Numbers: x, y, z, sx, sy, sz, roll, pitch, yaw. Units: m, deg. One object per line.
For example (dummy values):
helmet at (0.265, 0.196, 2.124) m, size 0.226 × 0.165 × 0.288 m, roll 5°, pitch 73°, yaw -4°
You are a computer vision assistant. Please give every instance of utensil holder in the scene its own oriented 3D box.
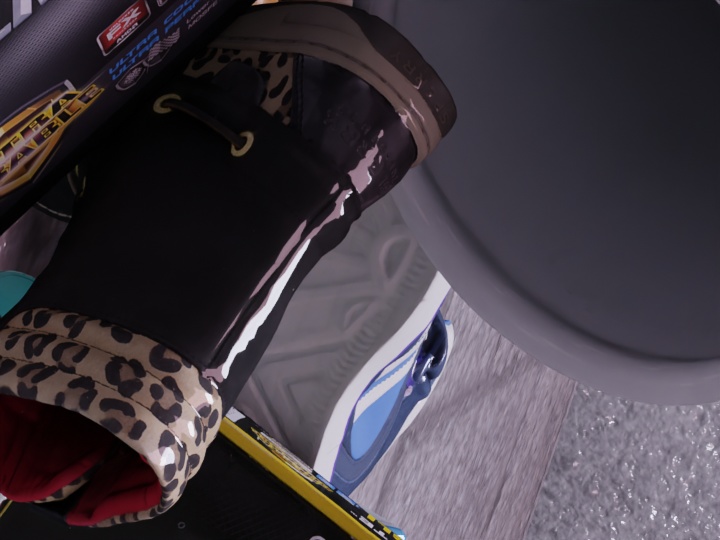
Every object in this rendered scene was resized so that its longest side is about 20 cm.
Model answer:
utensil holder at (0.121, -0.083, 0.813) m, size 0.200 × 0.169 × 0.171 m, roll -39°, pitch 151°, yaw -38°

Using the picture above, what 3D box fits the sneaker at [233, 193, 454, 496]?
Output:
sneaker at (0.000, 0.000, 0.969) m, size 0.201 × 0.080 × 0.146 m, roll -66°, pitch 171°, yaw 22°

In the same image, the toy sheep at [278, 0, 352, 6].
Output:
toy sheep at (-0.008, -0.068, 1.057) m, size 0.138 × 0.137 × 0.201 m, roll -32°, pitch 128°, yaw -72°

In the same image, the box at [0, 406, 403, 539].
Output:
box at (-0.072, 0.149, 0.893) m, size 0.200 × 0.159 × 0.049 m, roll -52°, pitch 178°, yaw 5°

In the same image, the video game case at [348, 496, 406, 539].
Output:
video game case at (-0.061, 0.139, 1.081) m, size 0.018 × 0.200 × 0.144 m, roll 15°, pitch 96°, yaw -34°

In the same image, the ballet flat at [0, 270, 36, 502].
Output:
ballet flat at (-0.138, 0.057, 0.812) m, size 0.200 × 0.071 × 0.072 m, roll -40°, pitch 148°, yaw -69°

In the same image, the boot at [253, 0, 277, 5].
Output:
boot at (-0.045, -0.111, 0.955) m, size 0.155 × 0.073 × 0.201 m, roll -65°, pitch 171°, yaw -46°

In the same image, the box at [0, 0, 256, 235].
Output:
box at (-0.077, -0.097, 0.683) m, size 0.200 × 0.050 × 0.199 m, roll -42°, pitch 165°, yaw -9°

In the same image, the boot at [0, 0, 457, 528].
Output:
boot at (-0.075, -0.002, 0.795) m, size 0.073 × 0.199 × 0.151 m, roll 49°, pitch 60°, yaw -30°
